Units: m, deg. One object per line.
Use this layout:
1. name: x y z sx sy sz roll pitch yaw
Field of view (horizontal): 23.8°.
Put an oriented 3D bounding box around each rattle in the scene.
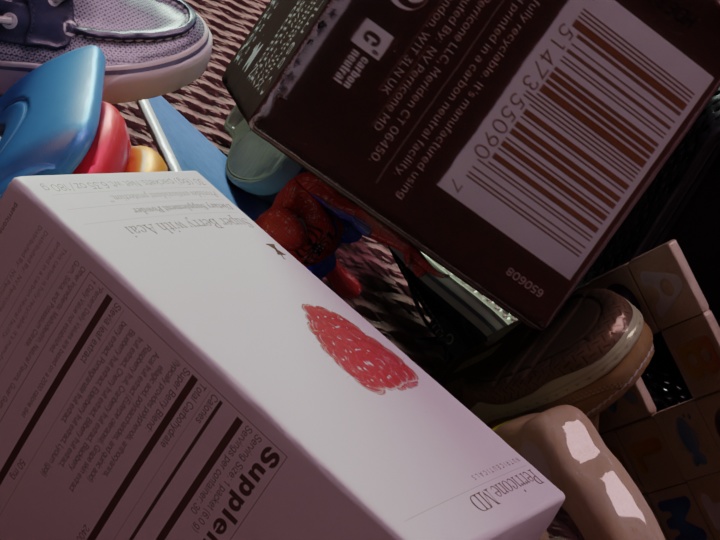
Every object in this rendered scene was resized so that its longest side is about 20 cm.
1. rattle: 0.071 0.166 0.686 0.142 0.130 0.201 -17 84 -39

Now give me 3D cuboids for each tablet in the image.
1. tablet: -0.066 -0.024 0.926 0.130 0.014 0.200 44 9 -38

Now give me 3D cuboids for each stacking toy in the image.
1. stacking toy: -0.091 0.011 0.757 0.200 0.116 0.110 40 20 -25

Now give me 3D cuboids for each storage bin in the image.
1. storage bin: 0.189 0.001 0.855 0.134 0.201 0.094 22 33 -8

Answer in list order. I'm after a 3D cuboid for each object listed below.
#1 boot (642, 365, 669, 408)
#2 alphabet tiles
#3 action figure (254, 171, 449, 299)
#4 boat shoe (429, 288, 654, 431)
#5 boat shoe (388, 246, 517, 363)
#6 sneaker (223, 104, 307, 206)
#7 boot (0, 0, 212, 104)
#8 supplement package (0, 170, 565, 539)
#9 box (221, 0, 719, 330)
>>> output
1. boot: 0.177 0.122 0.941 0.095 0.074 0.201 26 30 -24
2. alphabet tiles: 0.142 0.100 0.791 0.008 0.167 0.201 -23 85 -29
3. action figure: 0.000 0.000 0.884 0.099 0.065 0.200 42 6 14
4. boat shoe: 0.088 0.065 0.796 0.076 0.072 0.200 49 -22 -4
5. boat shoe: 0.069 0.031 0.986 0.074 0.063 0.200 -4 39 -38
6. sneaker: -0.018 -0.064 1.010 0.106 0.075 0.200 38 9 -15
7. boot: -0.157 -0.132 0.768 0.199 0.091 0.073 -1 40 -23
8. supplement package: -0.050 0.070 0.616 0.200 0.120 0.121 41 20 19
9. box: 0.048 -0.101 0.811 0.164 0.166 0.200 34 5 -14
